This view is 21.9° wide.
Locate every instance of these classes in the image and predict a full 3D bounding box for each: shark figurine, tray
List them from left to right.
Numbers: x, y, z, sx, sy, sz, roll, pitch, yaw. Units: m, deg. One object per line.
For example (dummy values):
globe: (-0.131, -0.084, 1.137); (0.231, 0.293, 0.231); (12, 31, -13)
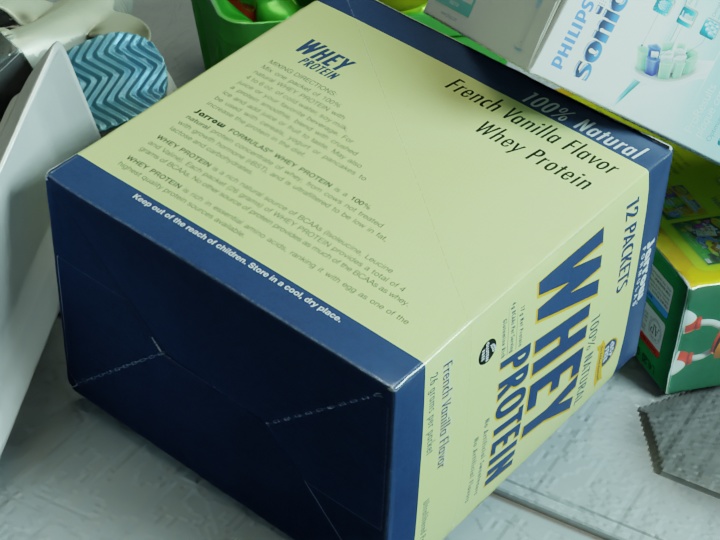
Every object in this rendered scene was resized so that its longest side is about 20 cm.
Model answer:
tray: (-0.160, 0.008, 0.804); (0.022, 0.107, 0.200); (11, 61, 13)
shark figurine: (-0.202, -0.105, 1.047); (0.214, 0.090, 0.128); (-20, 39, -31)

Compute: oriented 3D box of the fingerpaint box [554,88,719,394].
fingerpaint box: (0.199, -0.027, 1.021); (0.167, 0.073, 0.200); (-8, 37, -20)

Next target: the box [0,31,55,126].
box: (-0.242, -0.086, 0.897); (0.124, 0.149, 0.200); (-43, 65, -11)

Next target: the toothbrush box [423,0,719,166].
toothbrush box: (0.151, -0.108, 0.894); (0.200, 0.085, 0.146); (23, 10, -24)

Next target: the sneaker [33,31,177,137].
sneaker: (-0.192, -0.061, 1.004); (0.200, 0.081, 0.077); (-15, 65, 2)

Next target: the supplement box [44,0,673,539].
supplement box: (0.000, 0.000, 0.854); (0.200, 0.134, 0.200); (30, 50, 27)

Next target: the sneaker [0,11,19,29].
sneaker: (-0.231, -0.157, 1.155); (0.072, 0.073, 0.200); (0, 48, -15)

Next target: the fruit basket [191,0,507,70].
fruit basket: (0.001, -0.186, 1.112); (0.215, 0.216, 0.156); (-6, 35, -18)

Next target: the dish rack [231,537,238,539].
dish rack: (-0.044, 0.166, 0.702); (0.153, 0.055, 0.200); (26, 37, 25)
